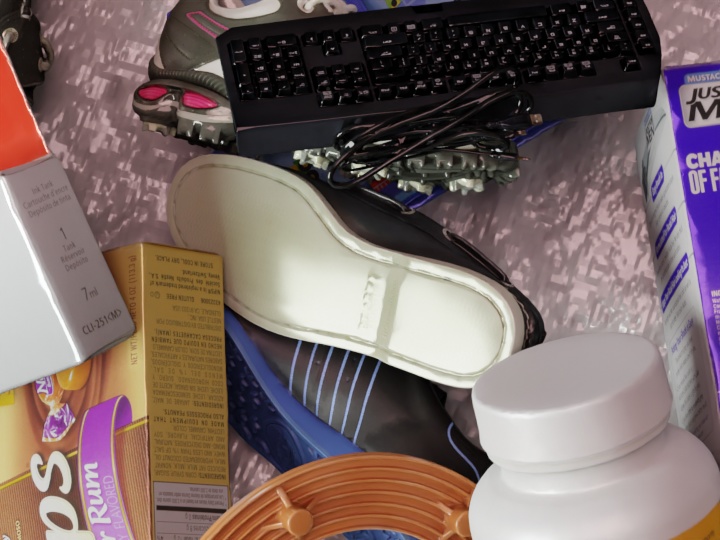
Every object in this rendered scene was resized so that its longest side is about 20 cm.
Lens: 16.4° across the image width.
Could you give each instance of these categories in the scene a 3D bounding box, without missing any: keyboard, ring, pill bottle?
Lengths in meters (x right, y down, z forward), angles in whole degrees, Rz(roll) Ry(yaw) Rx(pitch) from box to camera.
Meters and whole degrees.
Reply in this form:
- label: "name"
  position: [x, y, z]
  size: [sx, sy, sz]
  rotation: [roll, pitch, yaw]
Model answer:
- label: "keyboard"
  position: [0.040, -0.092, 1.114]
  size: [0.199, 0.040, 0.104]
  rotation: [-8, 51, -7]
- label: "ring"
  position: [-0.001, 0.181, 1.129]
  size: [0.200, 0.019, 0.201]
  rotation: [-5, 103, -23]
- label: "pill bottle"
  position: [0.111, 0.135, 1.098]
  size: [0.112, 0.113, 0.201]
  rotation: [-14, 107, 3]

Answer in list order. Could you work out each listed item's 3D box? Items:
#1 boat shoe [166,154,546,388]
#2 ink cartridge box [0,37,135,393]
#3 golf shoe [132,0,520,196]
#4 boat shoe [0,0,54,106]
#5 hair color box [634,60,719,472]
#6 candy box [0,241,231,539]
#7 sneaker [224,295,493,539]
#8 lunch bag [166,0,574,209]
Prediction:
- label: "boat shoe"
  position: [0.001, -0.002, 1.174]
  size: [0.199, 0.066, 0.075]
  rotation: [19, 102, 28]
- label: "ink cartridge box"
  position: [-0.215, -0.019, 1.171]
  size: [0.200, 0.044, 0.174]
  rotation: [-20, 96, 40]
- label: "golf shoe"
  position: [-0.014, -0.088, 1.168]
  size: [0.200, 0.077, 0.088]
  rotation: [15, 88, 26]
- label: "boat shoe"
  position: [-0.191, -0.104, 1.265]
  size: [0.064, 0.071, 0.200]
  rotation: [26, 76, -9]
- label: "hair color box"
  position: [0.176, 0.013, 1.162]
  size: [0.065, 0.109, 0.201]
  rotation: [-8, 76, -3]
- label: "candy box"
  position: [-0.118, 0.096, 1.174]
  size: [0.116, 0.056, 0.201]
  rotation: [-12, 75, 42]
- label: "sneaker"
  position: [-0.013, 0.058, 1.205]
  size: [0.078, 0.070, 0.200]
  rotation: [-31, 65, -28]
- label: "lunch bag"
  position: [0.007, -0.108, 1.239]
  size: [0.200, 0.094, 0.151]
  rotation: [-34, 76, 11]
